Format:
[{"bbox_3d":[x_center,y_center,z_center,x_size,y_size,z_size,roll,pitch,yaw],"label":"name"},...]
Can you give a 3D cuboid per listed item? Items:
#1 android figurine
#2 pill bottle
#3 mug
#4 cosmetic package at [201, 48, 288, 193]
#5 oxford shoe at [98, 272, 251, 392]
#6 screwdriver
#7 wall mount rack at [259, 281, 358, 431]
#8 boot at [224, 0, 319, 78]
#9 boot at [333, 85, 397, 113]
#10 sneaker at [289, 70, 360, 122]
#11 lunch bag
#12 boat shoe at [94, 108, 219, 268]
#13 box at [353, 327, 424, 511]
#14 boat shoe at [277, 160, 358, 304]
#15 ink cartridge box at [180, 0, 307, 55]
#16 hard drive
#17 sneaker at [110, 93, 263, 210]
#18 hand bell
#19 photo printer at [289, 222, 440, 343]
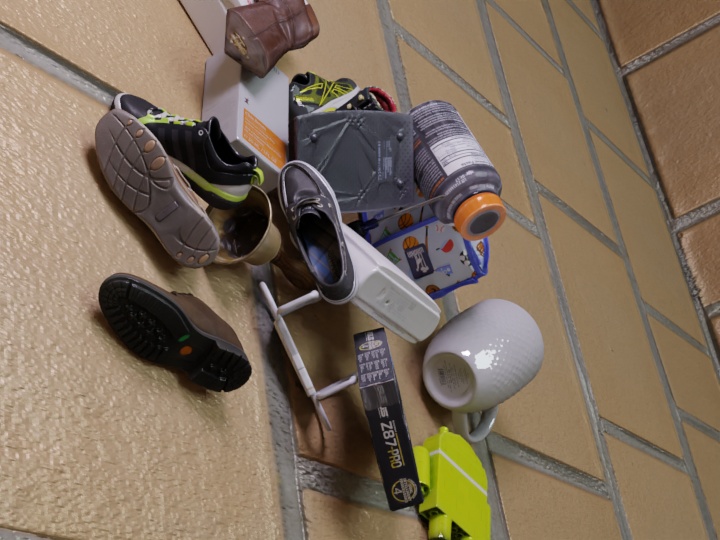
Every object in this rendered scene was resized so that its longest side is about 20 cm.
[{"bbox_3d":[0.128,0.309,1.602,0.182,0.041,0.201,44,33,-33],"label":"android figurine"},{"bbox_3d":[0.129,-0.136,1.614,0.106,0.106,0.201,25,30,-50],"label":"pill bottle"},{"bbox_3d":[0.173,0.160,1.726,0.175,0.147,0.202,-24,118,-55],"label":"mug"},{"bbox_3d":[-0.152,-0.201,1.530,0.101,0.071,0.201,38,36,-39],"label":"cosmetic package"},{"bbox_3d":[-0.204,0.055,1.233,0.200,0.073,0.085,42,17,-39],"label":"oxford shoe"},{"bbox_3d":[0.038,-0.071,1.605,0.029,0.199,0.028,14,62,-57],"label":"screwdriver"},{"bbox_3d":[-0.055,0.095,1.445,0.174,0.074,0.201,130,-64,-85],"label":"wall mount rack"},{"bbox_3d":[-0.141,-0.359,1.529,0.187,0.064,0.200,57,34,-10],"label":"boot"},{"bbox_3d":[-0.042,-0.193,1.615,0.074,0.154,0.203,53,24,7],"label":"boot"},{"bbox_3d":[-0.061,-0.269,1.744,0.085,0.074,0.200,57,28,-10],"label":"sneaker"},{"bbox_3d":[0.097,-0.050,1.723,0.124,0.169,0.201,36,40,-49],"label":"lunch bag"},{"bbox_3d":[-0.232,-0.091,1.306,0.201,0.075,0.072,59,0,-13],"label":"boat shoe"},{"bbox_3d":[0.031,0.177,1.420,0.200,0.049,0.162,-99,174,-76],"label":"box"},{"bbox_3d":[-0.058,-0.054,1.415,0.066,0.069,0.201,58,14,-69],"label":"boat shoe"},{"bbox_3d":[-0.163,-0.383,1.656,0.145,0.083,0.200,58,27,-10],"label":"ink cartridge box"},{"bbox_3d":[-0.013,-0.146,1.549,0.199,0.042,0.136,-7,99,-39],"label":"hard drive"},{"bbox_3d":[-0.197,-0.157,1.352,0.200,0.083,0.072,38,29,-1],"label":"sneaker"},{"bbox_3d":[-0.104,-0.019,1.447,0.200,0.104,0.105,38,35,-54],"label":"hand bell"},{"bbox_3d":[0.000,0.000,1.540,0.166,0.070,0.200,37,4,-43],"label":"photo printer"}]
